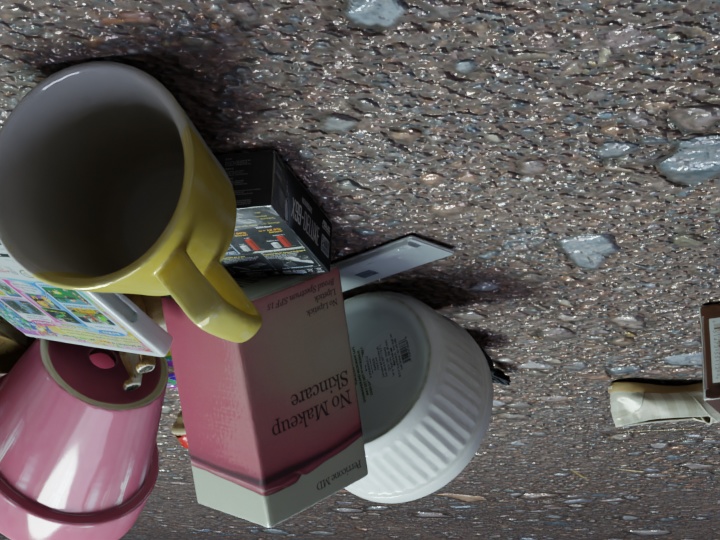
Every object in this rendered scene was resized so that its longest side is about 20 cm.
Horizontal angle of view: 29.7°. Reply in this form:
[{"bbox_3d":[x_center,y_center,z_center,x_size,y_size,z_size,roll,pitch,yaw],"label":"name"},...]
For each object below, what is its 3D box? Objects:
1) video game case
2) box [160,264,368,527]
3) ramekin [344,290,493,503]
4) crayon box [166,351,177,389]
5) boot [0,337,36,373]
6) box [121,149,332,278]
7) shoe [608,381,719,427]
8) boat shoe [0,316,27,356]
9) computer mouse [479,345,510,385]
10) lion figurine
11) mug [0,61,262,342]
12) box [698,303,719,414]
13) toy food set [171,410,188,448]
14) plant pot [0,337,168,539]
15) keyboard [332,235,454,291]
[{"bbox_3d":[-0.280,0.010,1.148,0.198,0.024,0.182,5,149,40],"label":"video game case"},{"bbox_3d":[-0.082,0.102,1.198,0.127,0.203,0.108,-22,-160,-40],"label":"box"},{"bbox_3d":[0.021,0.116,1.330,0.198,0.202,0.105,-9,149,27],"label":"ramekin"},{"bbox_3d":[-0.156,0.083,1.446,0.171,0.059,0.199,-15,155,37],"label":"crayon box"},{"bbox_3d":[-0.446,0.085,1.447,0.197,0.074,0.156,7,160,-12],"label":"boot"},{"bbox_3d":[-0.138,-0.038,1.105,0.197,0.050,0.158,-4,160,15],"label":"box"},{"bbox_3d":[0.402,0.168,1.662,0.197,0.054,0.070,1,161,0],"label":"shoe"},{"bbox_3d":[-0.378,0.025,1.277,0.070,0.065,0.200,-5,159,11],"label":"boat shoe"},{"bbox_3d":[0.135,0.104,1.542,0.058,0.035,0.200,4,170,20],"label":"computer mouse"},{"bbox_3d":[-0.180,0.039,1.278,0.198,0.124,0.073,-5,152,-29],"label":"lion figurine"},{"bbox_3d":[-0.155,-0.031,0.942,0.148,0.189,0.153,-12,166,12],"label":"mug"},{"bbox_3d":[0.412,0.106,1.411,0.074,0.101,0.200,-9,158,28],"label":"box"},{"bbox_3d":[-0.123,0.163,1.588,0.198,0.049,0.198,-16,-176,15],"label":"toy food set"},{"bbox_3d":[-0.276,0.144,1.327,0.198,0.201,0.180,11,131,-25],"label":"plant pot"},{"bbox_3d":[0.000,0.000,1.274,0.056,0.011,0.199,11,160,-40],"label":"keyboard"}]
